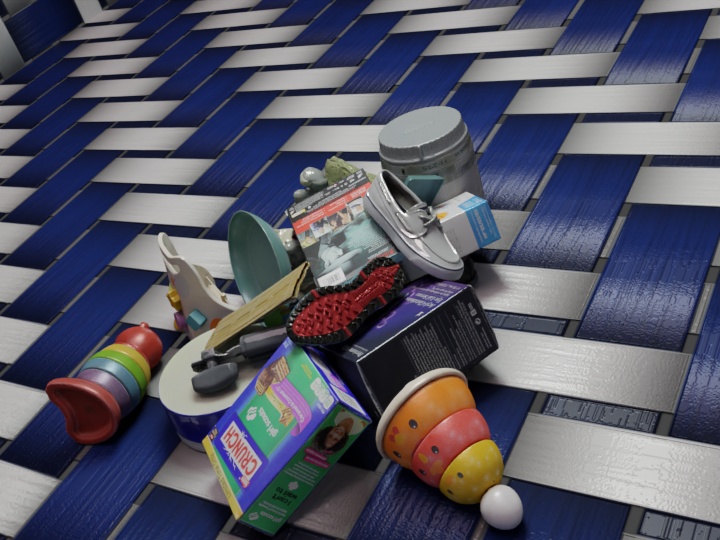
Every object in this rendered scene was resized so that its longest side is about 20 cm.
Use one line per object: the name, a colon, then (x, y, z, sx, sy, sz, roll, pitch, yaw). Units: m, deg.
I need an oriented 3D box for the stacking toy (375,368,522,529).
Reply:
stacking toy: (0.126, 0.230, 1.078, 0.145, 0.147, 0.200, -32, 52, -17)

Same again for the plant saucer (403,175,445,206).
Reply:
plant saucer: (0.068, -0.082, 1.447, 0.069, 0.201, 0.019, -5, 52, -31)

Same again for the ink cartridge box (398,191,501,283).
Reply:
ink cartridge box: (0.105, -0.047, 1.389, 0.198, 0.068, 0.115, -25, 14, -5)

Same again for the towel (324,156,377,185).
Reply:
towel: (-0.011, -0.113, 1.582, 0.036, 0.150, 0.200, -7, 23, -31)

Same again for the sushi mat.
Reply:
sushi mat: (-0.156, 0.058, 1.314, 0.199, 0.012, 0.096, -33, 21, 30)

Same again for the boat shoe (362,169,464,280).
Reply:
boat shoe: (0.080, -0.068, 1.283, 0.200, 0.066, 0.073, 43, 39, 22)

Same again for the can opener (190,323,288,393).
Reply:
can opener: (-0.149, 0.127, 1.278, 0.198, 0.053, 0.068, -17, 66, 4)

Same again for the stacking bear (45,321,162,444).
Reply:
stacking bear: (-0.389, 0.166, 1.428, 0.112, 0.123, 0.201, -6, 30, 23)

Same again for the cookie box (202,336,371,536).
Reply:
cookie box: (-0.103, 0.214, 1.172, 0.201, 0.075, 0.171, -51, 37, 5)

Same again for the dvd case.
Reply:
dvd case: (-0.025, -0.059, 1.361, 0.145, 0.022, 0.201, -28, 47, 2)

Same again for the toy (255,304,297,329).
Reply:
toy: (-0.073, 0.070, 1.375, 0.114, 0.048, 0.199, -22, -9, 35)

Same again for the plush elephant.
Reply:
plush elephant: (-0.085, -0.044, 1.493, 0.155, 0.201, 0.165, -40, 74, -22)

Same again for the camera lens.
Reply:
camera lens: (0.124, -0.155, 1.508, 0.158, 0.202, 0.161, -14, 31, 9)

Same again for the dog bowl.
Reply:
dog bowl: (-0.201, 0.173, 1.340, 0.198, 0.079, 0.201, -14, 35, 10)

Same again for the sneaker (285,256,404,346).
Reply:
sneaker: (-0.025, 0.059, 1.238, 0.199, 0.080, 0.096, -27, -11, -33)

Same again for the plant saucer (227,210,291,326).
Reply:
plant saucer: (-0.161, -0.005, 1.470, 0.036, 0.202, 0.199, -18, 30, -29)

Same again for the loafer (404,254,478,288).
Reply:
loafer: (0.087, 0.018, 1.417, 0.198, 0.063, 0.072, -18, 36, 3)

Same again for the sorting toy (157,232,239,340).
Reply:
sorting toy: (-0.284, 0.028, 1.490, 0.106, 0.181, 0.200, -30, 35, -16)

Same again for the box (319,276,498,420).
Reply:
box: (0.065, 0.107, 1.236, 0.199, 0.105, 0.148, -32, 16, -19)
